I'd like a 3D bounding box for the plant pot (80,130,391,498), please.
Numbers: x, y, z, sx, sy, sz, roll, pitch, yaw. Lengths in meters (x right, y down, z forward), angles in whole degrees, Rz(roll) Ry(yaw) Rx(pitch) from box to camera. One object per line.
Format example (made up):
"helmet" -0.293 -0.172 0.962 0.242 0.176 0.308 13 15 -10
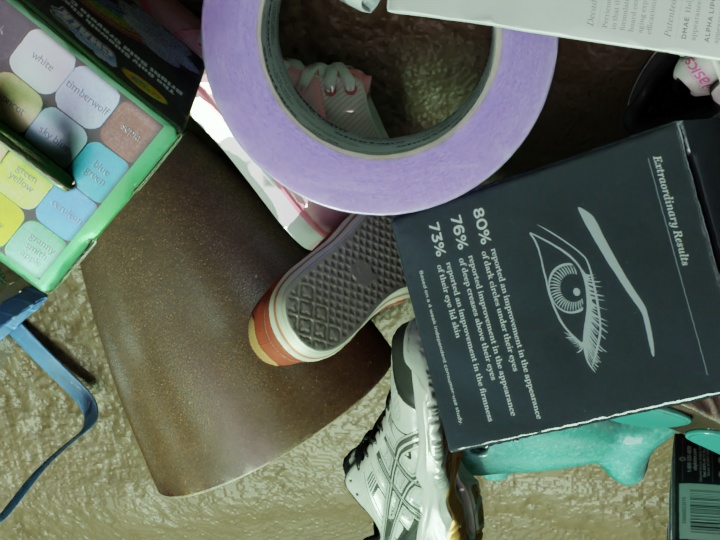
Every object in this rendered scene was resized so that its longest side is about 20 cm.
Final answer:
"plant pot" -0.105 0.015 0.974 0.186 0.187 0.201 -24 101 27

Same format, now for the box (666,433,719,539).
"box" 0.273 0.233 1.049 0.105 0.123 0.201 2 125 12

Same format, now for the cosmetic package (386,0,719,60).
"cosmetic package" 0.124 -0.149 0.696 0.198 0.113 0.082 11 103 23

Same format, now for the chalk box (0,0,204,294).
"chalk box" -0.175 -0.082 0.792 0.125 0.200 0.124 39 106 -14

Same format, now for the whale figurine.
"whale figurine" 0.120 0.102 1.007 0.199 0.104 0.160 24 126 -5

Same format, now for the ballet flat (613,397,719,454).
"ballet flat" 0.218 0.080 0.972 0.199 0.068 0.068 21 159 -27

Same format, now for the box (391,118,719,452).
"box" 0.137 0.010 0.842 0.199 0.104 0.149 -16 86 35

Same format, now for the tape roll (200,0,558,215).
"tape roll" 0.012 -0.137 0.832 0.198 0.085 0.202 1 102 3

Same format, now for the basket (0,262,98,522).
"basket" -0.294 0.075 1.048 0.139 0.176 0.200 -33 100 27

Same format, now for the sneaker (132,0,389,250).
"sneaker" -0.055 -0.119 0.921 0.104 0.075 0.201 -37 100 14

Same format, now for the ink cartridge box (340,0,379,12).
"ink cartridge box" -0.021 -0.259 0.750 0.159 0.047 0.201 28 96 8

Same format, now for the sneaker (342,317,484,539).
"sneaker" 0.025 0.118 0.935 0.087 0.076 0.201 6 123 21

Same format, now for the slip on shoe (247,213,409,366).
"slip on shoe" 0.000 0.000 0.918 0.061 0.200 0.074 -25 99 46

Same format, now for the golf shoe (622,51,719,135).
"golf shoe" 0.216 -0.124 0.782 0.073 0.092 0.200 48 153 2
